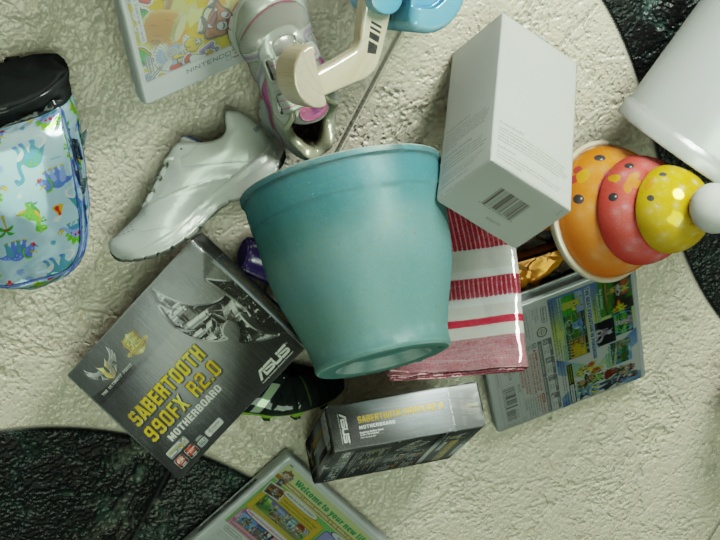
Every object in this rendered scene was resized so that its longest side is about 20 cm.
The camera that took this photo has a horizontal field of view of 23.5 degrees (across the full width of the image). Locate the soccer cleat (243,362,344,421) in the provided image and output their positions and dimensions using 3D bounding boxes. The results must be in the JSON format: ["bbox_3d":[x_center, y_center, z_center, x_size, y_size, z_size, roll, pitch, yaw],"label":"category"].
[{"bbox_3d":[-0.114,0.113,1.815,0.200,0.068,0.081,-3,115,-10],"label":"soccer cleat"}]

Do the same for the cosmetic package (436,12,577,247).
[{"bbox_3d":[0.146,-0.138,1.680,0.108,0.200,0.085,31,135,-24],"label":"cosmetic package"}]

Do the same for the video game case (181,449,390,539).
[{"bbox_3d":[-0.084,0.319,1.948,0.182,0.022,0.200,-41,118,7],"label":"video game case"}]

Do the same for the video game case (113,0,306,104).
[{"bbox_3d":[-0.139,-0.265,1.590,0.182,0.023,0.200,-26,140,-16],"label":"video game case"}]

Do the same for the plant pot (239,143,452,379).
[{"bbox_3d":[0.000,0.000,1.663,0.200,0.200,0.188,-11,79,-10],"label":"plant pot"}]

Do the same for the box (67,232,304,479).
[{"bbox_3d":[-0.172,0.086,1.750,0.158,0.048,0.200,44,105,-2],"label":"box"}]

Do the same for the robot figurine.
[{"bbox_3d":[0.169,-0.033,1.824,0.200,0.058,0.145,-19,119,-5],"label":"robot figurine"}]

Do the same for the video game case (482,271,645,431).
[{"bbox_3d":[0.218,0.080,1.879,0.182,0.022,0.200,-20,137,-5],"label":"video game case"}]

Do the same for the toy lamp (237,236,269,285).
[{"bbox_3d":[-0.029,0.003,1.790,0.200,0.058,0.058,14,111,-22],"label":"toy lamp"}]

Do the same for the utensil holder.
[{"bbox_3d":[0.384,-0.196,1.743,0.170,0.170,0.200,28,103,-25],"label":"utensil holder"}]

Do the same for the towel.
[{"bbox_3d":[0.089,0.010,1.755,0.144,0.023,0.200,-6,76,5],"label":"towel"}]

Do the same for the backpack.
[{"bbox_3d":[-0.329,-0.080,1.632,0.163,0.154,0.200,-15,131,-15],"label":"backpack"}]

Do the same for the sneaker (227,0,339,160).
[{"bbox_3d":[-0.061,-0.185,1.641,0.081,0.088,0.200,-31,138,-11],"label":"sneaker"}]

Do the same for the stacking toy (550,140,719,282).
[{"bbox_3d":[0.298,-0.063,1.708,0.146,0.200,0.146,2,87,-37],"label":"stacking toy"}]

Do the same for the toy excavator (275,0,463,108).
[{"bbox_3d":[0.023,-0.244,1.605,0.194,0.100,0.200,3,96,-34],"label":"toy excavator"}]

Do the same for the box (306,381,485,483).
[{"bbox_3d":[0.032,0.171,1.810,0.158,0.200,0.048,-10,76,-10],"label":"box"}]

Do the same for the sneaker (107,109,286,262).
[{"bbox_3d":[-0.172,-0.082,1.712,0.200,0.075,0.087,-37,101,2],"label":"sneaker"}]
